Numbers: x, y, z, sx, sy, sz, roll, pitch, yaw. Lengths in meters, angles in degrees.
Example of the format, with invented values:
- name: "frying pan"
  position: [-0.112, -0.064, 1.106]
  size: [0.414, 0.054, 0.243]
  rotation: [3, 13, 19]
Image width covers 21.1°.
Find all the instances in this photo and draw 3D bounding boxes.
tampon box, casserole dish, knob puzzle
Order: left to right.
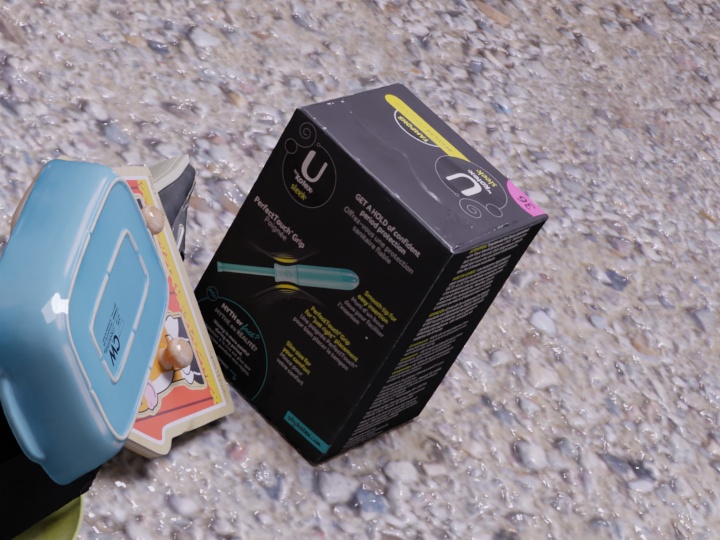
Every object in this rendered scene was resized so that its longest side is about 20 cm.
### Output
- name: "casserole dish"
  position: [-0.141, 0.021, 1.006]
  size: [0.039, 0.121, 0.200]
  rotation: [-11, 32, 15]
- name: "knob puzzle"
  position: [-0.150, 0.020, 1.201]
  size: [0.220, 0.030, 0.220]
  rotation: [44, 36, -43]
- name: "tampon box"
  position: [0.000, 0.000, 1.314]
  size: [0.150, 0.200, 0.126]
  rotation: [44, 33, 19]

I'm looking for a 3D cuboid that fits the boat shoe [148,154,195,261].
- name: "boat shoe"
  position: [-0.154, -0.026, 1.366]
  size: [0.068, 0.072, 0.200]
  rotation: [63, 17, -19]

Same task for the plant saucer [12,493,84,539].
- name: "plant saucer"
  position: [-0.255, 0.116, 1.093]
  size: [0.200, 0.031, 0.200]
  rotation: [23, 32, -15]

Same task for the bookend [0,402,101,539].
- name: "bookend"
  position: [-0.261, 0.066, 1.041]
  size: [0.199, 0.092, 0.200]
  rotation: [38, 33, 14]
